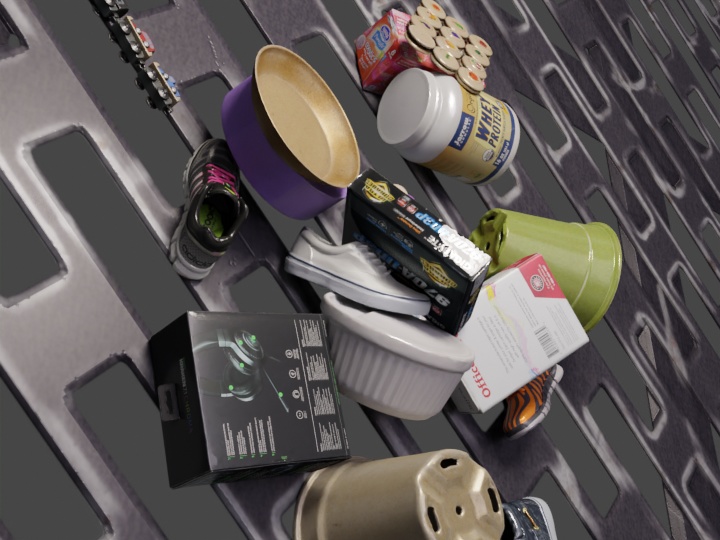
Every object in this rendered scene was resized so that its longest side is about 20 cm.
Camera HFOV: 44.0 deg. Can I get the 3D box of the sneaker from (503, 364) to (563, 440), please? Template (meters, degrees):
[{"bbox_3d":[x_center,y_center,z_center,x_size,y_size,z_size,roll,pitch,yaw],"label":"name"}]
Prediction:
[{"bbox_3d":[0.233,0.165,1.345,0.112,0.077,0.200,50,33,-5],"label":"sneaker"}]

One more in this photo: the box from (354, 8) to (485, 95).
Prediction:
[{"bbox_3d":[0.098,-0.338,1.464,0.199,0.100,0.096,8,62,-41],"label":"box"}]

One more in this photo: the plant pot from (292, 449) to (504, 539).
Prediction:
[{"bbox_3d":[0.055,0.291,1.018,0.200,0.183,0.201,21,55,-34],"label":"plant pot"}]

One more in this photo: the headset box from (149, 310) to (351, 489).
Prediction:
[{"bbox_3d":[-0.128,0.142,0.992,0.199,0.093,0.175,3,67,-41],"label":"headset box"}]

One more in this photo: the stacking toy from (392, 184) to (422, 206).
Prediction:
[{"bbox_3d":[0.096,-0.044,1.328,0.200,0.085,0.086,34,48,-35],"label":"stacking toy"}]

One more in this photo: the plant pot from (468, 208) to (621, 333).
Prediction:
[{"bbox_3d":[0.271,-0.010,1.407,0.189,0.200,0.201,18,55,-20],"label":"plant pot"}]

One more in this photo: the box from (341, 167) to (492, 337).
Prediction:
[{"bbox_3d":[0.065,-0.020,1.143,0.200,0.159,0.046,38,64,16],"label":"box"}]

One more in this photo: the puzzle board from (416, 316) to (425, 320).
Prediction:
[{"bbox_3d":[0.057,0.080,1.258,0.150,0.017,0.201,-11,77,-46],"label":"puzzle board"}]

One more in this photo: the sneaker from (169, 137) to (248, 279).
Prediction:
[{"bbox_3d":[-0.173,-0.087,1.081,0.074,0.087,0.201,29,50,-29],"label":"sneaker"}]

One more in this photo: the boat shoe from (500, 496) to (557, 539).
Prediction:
[{"bbox_3d":[0.233,0.411,1.211,0.091,0.071,0.201,5,58,-40],"label":"boat shoe"}]

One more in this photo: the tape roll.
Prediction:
[{"bbox_3d":[-0.092,-0.170,1.182,0.200,0.065,0.201,42,32,-34],"label":"tape roll"}]

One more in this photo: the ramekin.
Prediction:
[{"bbox_3d":[0.032,0.107,1.102,0.202,0.202,0.095,17,100,-37],"label":"ramekin"}]

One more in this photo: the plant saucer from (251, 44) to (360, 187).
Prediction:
[{"bbox_3d":[-0.075,-0.185,1.115,0.200,0.035,0.201,41,33,-35],"label":"plant saucer"}]

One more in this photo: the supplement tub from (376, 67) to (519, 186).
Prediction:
[{"bbox_3d":[0.139,-0.227,1.409,0.199,0.144,0.145,16,58,-37],"label":"supplement tub"}]

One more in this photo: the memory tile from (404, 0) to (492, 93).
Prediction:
[{"bbox_3d":[0.143,-0.361,1.415,0.153,0.017,0.200,36,34,-10],"label":"memory tile"}]

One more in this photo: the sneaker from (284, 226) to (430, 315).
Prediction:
[{"bbox_3d":[0.000,0.000,1.135,0.199,0.071,0.073,20,6,8],"label":"sneaker"}]

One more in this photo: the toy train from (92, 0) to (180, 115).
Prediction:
[{"bbox_3d":[-0.286,-0.284,1.125,0.201,0.034,0.046,60,30,1],"label":"toy train"}]

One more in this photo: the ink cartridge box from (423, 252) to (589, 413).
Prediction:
[{"bbox_3d":[0.195,0.089,1.255,0.199,0.083,0.146,-30,91,-18],"label":"ink cartridge box"}]
